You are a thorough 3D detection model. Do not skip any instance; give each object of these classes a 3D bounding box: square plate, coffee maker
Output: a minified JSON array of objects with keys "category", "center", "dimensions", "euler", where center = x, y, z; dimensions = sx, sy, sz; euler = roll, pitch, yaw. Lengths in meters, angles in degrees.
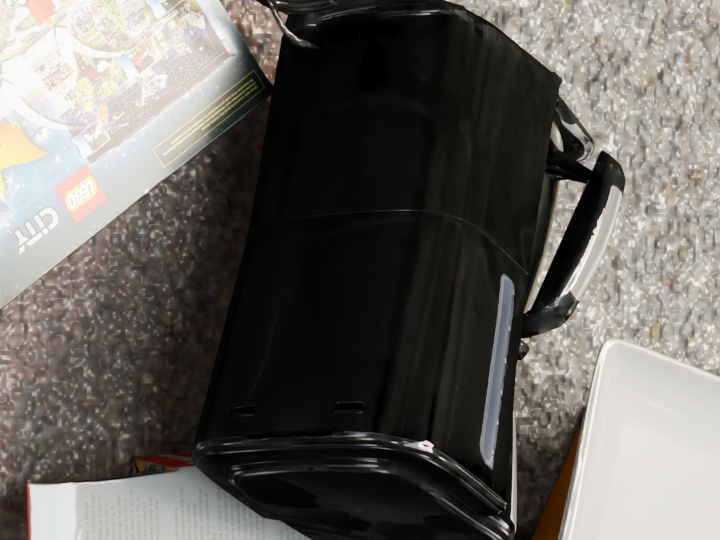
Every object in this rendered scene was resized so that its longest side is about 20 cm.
[{"category":"square plate","center":[0.159,0.151,1.187],"dimensions":[0.200,0.028,0.199],"euler":[19,78,-30]},{"category":"coffee maker","center":[0.000,0.000,1.081],"dimensions":[0.192,0.135,0.200],"euler":[27,60,-30]}]

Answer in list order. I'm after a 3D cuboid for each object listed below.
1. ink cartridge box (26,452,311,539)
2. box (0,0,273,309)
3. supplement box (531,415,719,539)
[{"category":"ink cartridge box","center":[-0.058,0.133,1.136],"dimensions":[0.200,0.050,0.109],"euler":[-2,93,-29]},{"category":"box","center":[-0.148,-0.073,1.081],"dimensions":[0.200,0.038,0.137],"euler":[-40,111,-23]},{"category":"supplement box","center":[0.176,0.163,1.259],"dimensions":[0.200,0.073,0.126],"euler":[31,77,-28]}]
